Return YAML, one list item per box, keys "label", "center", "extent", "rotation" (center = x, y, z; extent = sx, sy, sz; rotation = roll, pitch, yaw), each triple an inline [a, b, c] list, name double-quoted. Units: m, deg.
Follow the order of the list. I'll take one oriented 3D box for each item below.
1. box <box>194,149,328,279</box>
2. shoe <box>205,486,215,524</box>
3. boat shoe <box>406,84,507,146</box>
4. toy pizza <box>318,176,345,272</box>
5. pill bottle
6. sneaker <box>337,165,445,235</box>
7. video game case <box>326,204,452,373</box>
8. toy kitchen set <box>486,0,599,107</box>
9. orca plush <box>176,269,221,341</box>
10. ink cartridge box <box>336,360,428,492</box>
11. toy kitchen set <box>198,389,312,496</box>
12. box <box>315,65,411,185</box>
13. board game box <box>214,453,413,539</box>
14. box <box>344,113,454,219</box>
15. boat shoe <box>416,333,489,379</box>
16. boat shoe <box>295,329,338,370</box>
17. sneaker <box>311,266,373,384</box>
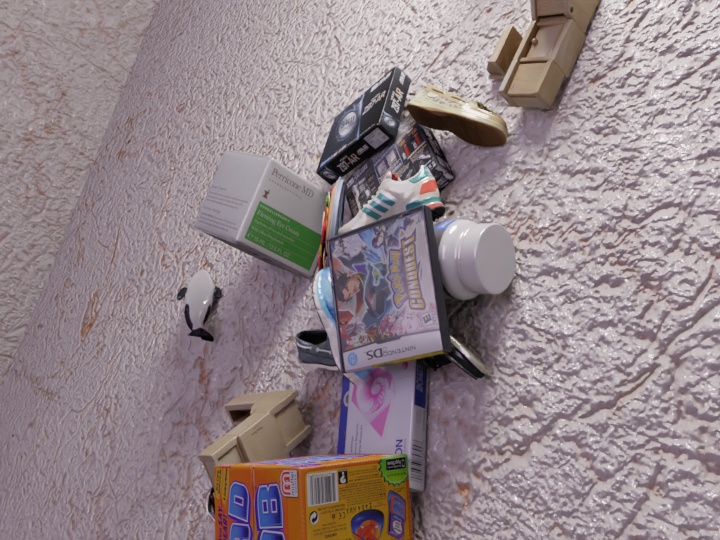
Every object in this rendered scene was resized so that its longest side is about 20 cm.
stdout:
- label: "box"
  center: [-0.183, -0.112, 1.357]
  extent: [0.198, 0.197, 0.176]
  rotation: [17, 82, 50]
- label: "shoe"
  center: [-0.233, 0.384, 1.232]
  extent: [0.072, 0.090, 0.202]
  rotation: [-50, 40, 17]
- label: "boat shoe"
  center: [0.162, -0.260, 1.114]
  extent: [0.198, 0.074, 0.063]
  rotation: [29, 77, 35]
- label: "toy pizza"
  center: [-0.054, -0.064, 1.212]
  extent: [0.200, 0.031, 0.207]
  rotation: [7, -90, -88]
- label: "pill bottle"
  center: [0.123, -0.015, 1.008]
  extent: [0.197, 0.112, 0.117]
  rotation: [-2, 69, 49]
- label: "sneaker"
  center: [0.043, -0.106, 1.127]
  extent: [0.196, 0.070, 0.096]
  rotation: [-20, 76, 28]
- label: "video game case"
  center: [0.035, 0.030, 0.973]
  extent: [0.177, 0.025, 0.206]
  rotation: [-17, 74, 34]
- label: "toy kitchen set"
  center: [0.225, -0.383, 1.032]
  extent: [0.162, 0.179, 0.204]
  rotation: [18, 80, 53]
- label: "orca plush"
  center: [-0.366, 0.094, 1.593]
  extent: [0.102, 0.072, 0.202]
  rotation: [-17, 47, -13]
- label: "ink cartridge box"
  center: [0.019, 0.240, 1.053]
  extent: [0.197, 0.043, 0.202]
  rotation: [-20, 57, 41]
- label: "toy kitchen set"
  center: [-0.195, 0.333, 1.167]
  extent: [0.178, 0.199, 0.167]
  rotation: [-14, 102, 43]
- label: "box"
  center: [0.005, -0.274, 1.302]
  extent: [0.198, 0.043, 0.163]
  rotation: [-28, 37, 46]
- label: "board game box"
  center: [-0.063, 0.361, 0.920]
  extent: [0.197, 0.197, 0.206]
  rotation: [-15, 73, 44]
- label: "box"
  center: [0.060, -0.157, 1.211]
  extent: [0.200, 0.049, 0.160]
  rotation: [-44, 42, 25]
- label: "boat shoe"
  center: [0.099, 0.110, 0.982]
  extent: [0.198, 0.074, 0.067]
  rotation: [38, 90, 38]
- label: "boat shoe"
  center: [-0.044, 0.124, 1.151]
  extent: [0.197, 0.072, 0.063]
  rotation: [-13, 105, 48]
- label: "sneaker"
  center: [-0.012, 0.076, 1.080]
  extent: [0.088, 0.078, 0.203]
  rotation: [-28, 60, 8]
